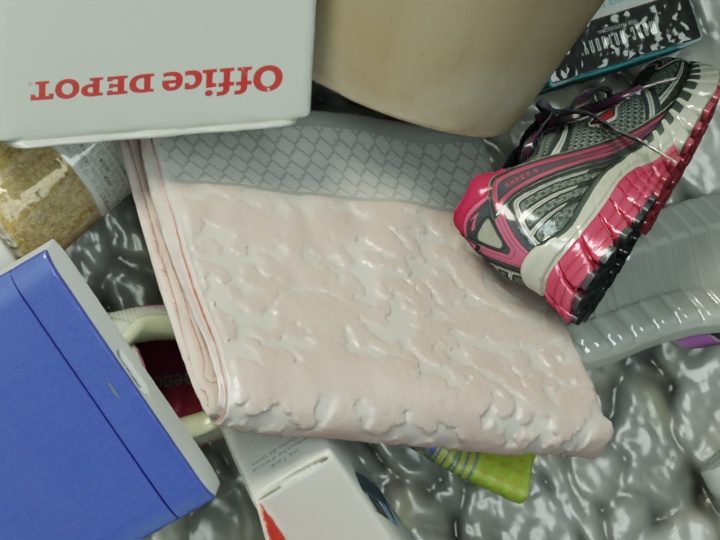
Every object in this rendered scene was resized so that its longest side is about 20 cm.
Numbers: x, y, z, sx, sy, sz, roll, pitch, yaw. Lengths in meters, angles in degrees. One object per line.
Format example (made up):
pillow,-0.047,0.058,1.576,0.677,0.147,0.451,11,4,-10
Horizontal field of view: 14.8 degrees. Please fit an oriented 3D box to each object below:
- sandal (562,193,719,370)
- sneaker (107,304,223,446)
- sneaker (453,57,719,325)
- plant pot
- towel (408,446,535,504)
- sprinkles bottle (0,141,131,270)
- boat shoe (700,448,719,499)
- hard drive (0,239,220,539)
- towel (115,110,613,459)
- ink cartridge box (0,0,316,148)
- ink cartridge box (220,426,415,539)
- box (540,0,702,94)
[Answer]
sandal,0.153,0.010,1.343,0.202,0.050,0.083,-9,55,-24
sneaker,-0.129,0.054,1.258,0.199,0.088,0.082,-14,89,-13
sneaker,0.111,-0.055,1.282,0.074,0.200,0.081,31,123,8
plant pot,0.041,-0.161,1.232,0.199,0.200,0.174,18,107,-11
towel,0.013,0.009,1.291,0.200,0.023,0.144,35,46,-10
sprinkles bottle,-0.122,-0.065,1.278,0.200,0.068,0.068,-43,96,-12
boat shoe,0.262,0.071,1.351,0.199,0.074,0.067,-31,90,-14
hard drive,-0.180,0.091,1.220,0.199,0.025,0.132,-30,103,16
towel,0.000,0.000,1.225,0.199,0.032,0.192,6,45,-31
ink cartridge box,-0.096,-0.163,1.164,0.145,0.083,0.201,-5,115,-22
ink cartridge box,0.015,0.155,1.204,0.045,0.176,0.200,-32,122,3
box,0.092,-0.192,1.344,0.082,0.049,0.201,-17,90,-12
